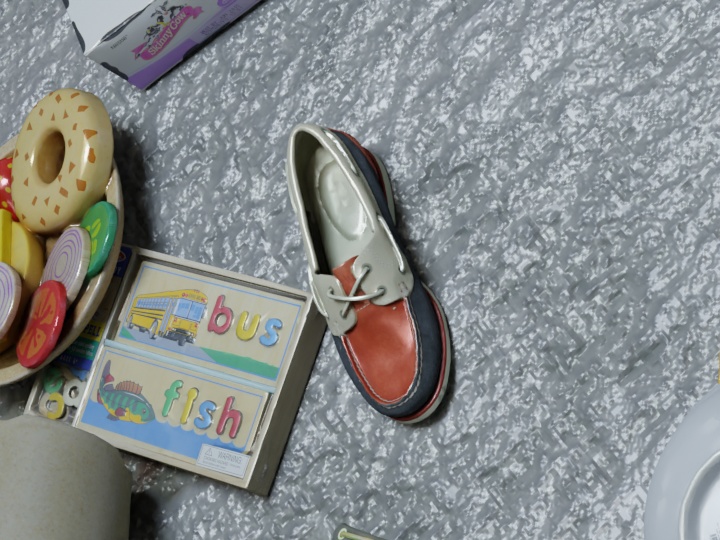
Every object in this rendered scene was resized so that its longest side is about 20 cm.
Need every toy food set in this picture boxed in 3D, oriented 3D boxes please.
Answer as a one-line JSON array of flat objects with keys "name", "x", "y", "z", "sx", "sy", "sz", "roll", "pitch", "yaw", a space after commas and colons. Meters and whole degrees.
[{"name": "toy food set", "x": -0.232, "y": -0.014, "z": 1.529, "sx": 0.200, "sy": 0.049, "sz": 0.199, "roll": -25, "pitch": 55, "yaw": 33}]

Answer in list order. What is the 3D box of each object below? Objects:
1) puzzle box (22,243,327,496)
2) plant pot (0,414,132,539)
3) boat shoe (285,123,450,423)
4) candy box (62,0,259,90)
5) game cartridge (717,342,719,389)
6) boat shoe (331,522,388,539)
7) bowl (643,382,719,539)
[{"name": "puzzle box", "x": -0.121, "y": 0.058, "z": 1.469, "sx": 0.199, "sy": 0.025, "sz": 0.133, "roll": 13, "pitch": 79, "yaw": 35}, {"name": "plant pot", "x": -0.222, "y": 0.195, "z": 1.397, "sx": 0.200, "sy": 0.200, "sz": 0.184, "roll": -9, "pitch": 58, "yaw": 29}, {"name": "boat shoe", "x": 0.000, "y": 0.000, "z": 1.393, "sx": 0.071, "sy": 0.063, "sz": 0.201, "roll": -25, "pitch": 63, "yaw": 20}, {"name": "candy box", "x": -0.139, "y": -0.255, "z": 1.564, "sx": 0.168, "sy": 0.071, "sz": 0.200, "roll": -34, "pitch": 58, "yaw": 17}, {"name": "game cartridge", "x": 0.297, "y": -0.019, "z": 1.238, "sx": 0.199, "sy": 0.032, "sz": 0.177, "roll": -4, "pitch": 71, "yaw": 28}, {"name": "boat shoe", "x": 0.061, "y": 0.185, "z": 1.282, "sx": 0.201, "sy": 0.072, "sz": 0.060, "roll": 5, "pitch": 74, "yaw": 32}, {"name": "bowl", "x": 0.226, "y": 0.135, "z": 1.169, "sx": 0.200, "sy": 0.090, "sz": 0.202, "roll": -5, "pitch": 79, "yaw": 29}]
